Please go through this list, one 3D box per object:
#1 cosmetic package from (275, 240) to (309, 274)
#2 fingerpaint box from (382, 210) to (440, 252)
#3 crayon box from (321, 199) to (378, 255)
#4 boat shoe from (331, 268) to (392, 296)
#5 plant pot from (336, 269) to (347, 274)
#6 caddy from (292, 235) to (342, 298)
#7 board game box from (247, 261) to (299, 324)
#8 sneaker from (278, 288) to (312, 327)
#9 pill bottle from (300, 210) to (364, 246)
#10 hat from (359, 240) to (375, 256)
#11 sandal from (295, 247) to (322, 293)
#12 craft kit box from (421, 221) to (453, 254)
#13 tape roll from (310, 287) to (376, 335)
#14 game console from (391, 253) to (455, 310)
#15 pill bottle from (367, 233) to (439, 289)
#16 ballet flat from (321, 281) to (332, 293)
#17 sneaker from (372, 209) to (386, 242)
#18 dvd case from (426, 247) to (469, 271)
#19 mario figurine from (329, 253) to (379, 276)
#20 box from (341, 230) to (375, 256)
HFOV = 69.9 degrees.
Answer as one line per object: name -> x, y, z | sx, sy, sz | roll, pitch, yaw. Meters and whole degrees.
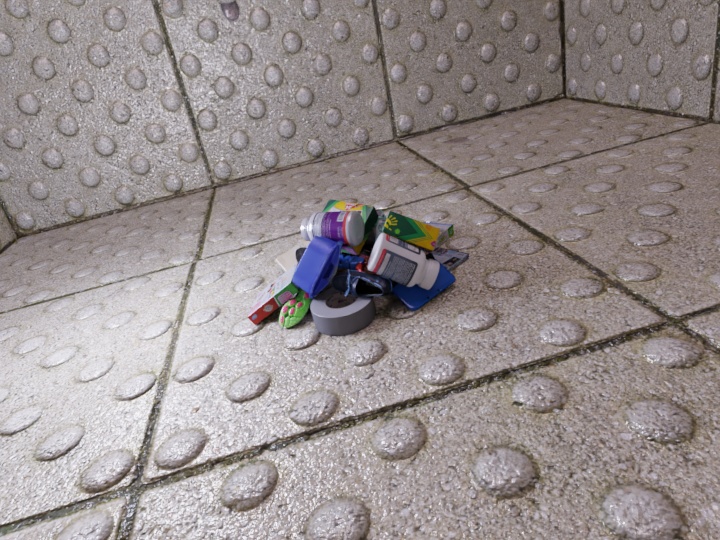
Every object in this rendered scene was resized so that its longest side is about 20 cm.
cosmetic package -> -0.192, -0.045, 1.847 | 0.199, 0.074, 0.103 | -36, 54, -18
fingerpaint box -> 0.161, -0.119, 1.621 | 0.164, 0.075, 0.200 | 21, 2, 6
crayon box -> -0.061, -0.153, 1.790 | 0.197, 0.059, 0.174 | 13, 62, 33
boat shoe -> -0.004, 0.039, 1.540 | 0.196, 0.086, 0.068 | -2, 15, 26
plant pot -> -0.120, 0.032, 1.834 | 0.196, 0.028, 0.201 | -11, 25, 5
caddy -> -0.123, -0.012, 1.599 | 0.104, 0.203, 0.141 | 28, 8, 7
board game box -> -0.274, 0.074, 1.697 | 0.199, 0.040, 0.154 | -37, 19, 19
sneaker -> -0.192, 0.113, 1.661 | 0.076, 0.084, 0.201 | 26, 54, 12
pill bottle -> -0.093, -0.136, 1.682 | 0.196, 0.114, 0.113 | 1, 28, 27
hat -> 0.042, -0.049, 1.835 | 0.197, 0.082, 0.201 | 22, 17, -7
sandal -> -0.153, -0.011, 1.750 | 0.075, 0.048, 0.201 | -32, 66, -16
craft kit box -> 0.228, -0.128, 1.983 | 0.197, 0.049, 0.197 | 9, 31, 39
tape roll -> -0.052, 0.117, 1.579 | 0.196, 0.067, 0.201 | -10, 26, 5
game console -> 0.173, 0.045, 1.655 | 0.198, 0.120, 0.170 | -32, 0, -24
pill bottle -> 0.130, -0.020, 1.548 | 0.197, 0.121, 0.120 | 23, 26, -6
ballet flat -> -0.049, 0.045, 1.717 | 0.197, 0.068, 0.064 | -16, 42, -23
sneaker -> 0.097, -0.106, 1.818 | 0.076, 0.140, 0.203 | -20, 55, 11
dvd case -> 0.261, -0.023, 1.777 | 0.199, 0.018, 0.141 | -32, 31, -33
mario figurine -> 0.000, 0.000, 1.680 | 0.196, 0.106, 0.126 | 6, 64, 21
box -> -0.026, -0.101, 1.971 | 0.147, 0.109, 0.199 | 10, 33, 41
